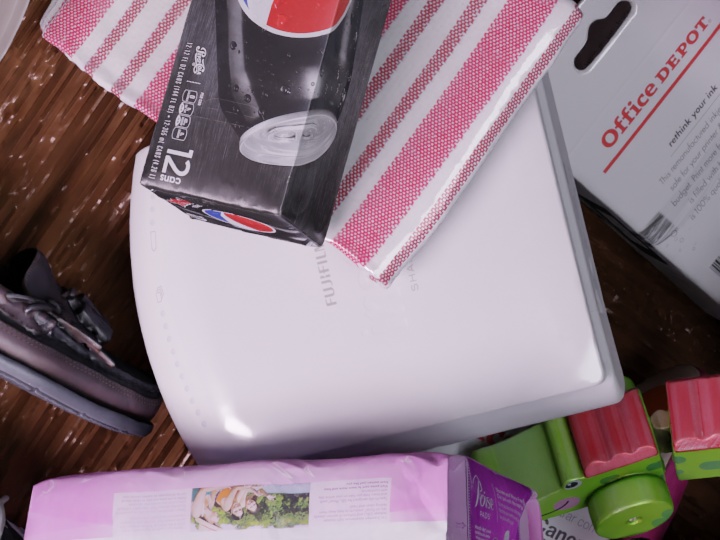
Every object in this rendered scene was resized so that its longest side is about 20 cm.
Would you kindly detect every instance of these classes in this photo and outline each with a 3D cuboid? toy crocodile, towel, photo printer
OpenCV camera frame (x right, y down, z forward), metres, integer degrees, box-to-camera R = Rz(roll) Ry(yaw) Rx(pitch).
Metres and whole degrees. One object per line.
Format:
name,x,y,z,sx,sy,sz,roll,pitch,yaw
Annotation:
toy crocodile,0.147,0.071,1.221,0.200,0.068,0.062,-13,152,6
towel,-0.023,-0.105,1.171,0.200,0.030,0.146,36,89,14
photo printer,0.000,0.000,1.199,0.200,0.069,0.167,-14,83,10

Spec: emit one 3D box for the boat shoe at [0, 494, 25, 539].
boat shoe,-0.186,0.120,1.209,0.074,0.068,0.199,-35,116,-10

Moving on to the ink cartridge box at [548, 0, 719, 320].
ink cartridge box,0.152,-0.070,1.300,0.200,0.067,0.116,40,88,-28

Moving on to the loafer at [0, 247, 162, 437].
loafer,-0.162,0.007,1.188,0.200,0.072,0.063,29,88,-25

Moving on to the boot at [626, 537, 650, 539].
boot,0.154,0.195,1.323,0.200,0.066,0.165,4,127,-55

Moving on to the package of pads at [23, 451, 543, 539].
package of pads,-0.031,0.124,1.168,0.120,0.200,0.076,31,56,-64

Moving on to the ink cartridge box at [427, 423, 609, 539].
ink cartridge box,0.021,0.136,1.296,0.145,0.083,0.200,27,94,-28

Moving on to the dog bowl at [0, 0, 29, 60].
dog bowl,-0.232,-0.143,1.114,0.200,0.059,0.200,-6,107,-21

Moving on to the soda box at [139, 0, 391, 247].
soda box,-0.026,-0.116,1.121,0.063,0.071,0.200,13,83,17

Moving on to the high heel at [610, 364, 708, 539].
high heel,0.133,0.143,1.365,0.096,0.067,0.200,29,100,-35
